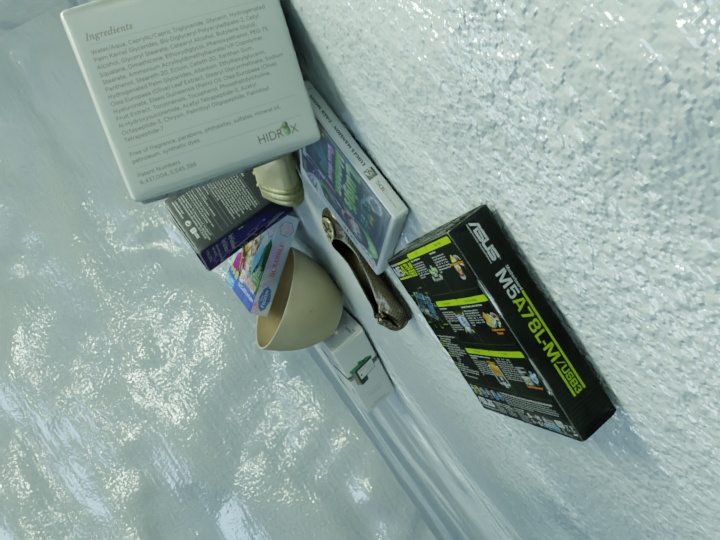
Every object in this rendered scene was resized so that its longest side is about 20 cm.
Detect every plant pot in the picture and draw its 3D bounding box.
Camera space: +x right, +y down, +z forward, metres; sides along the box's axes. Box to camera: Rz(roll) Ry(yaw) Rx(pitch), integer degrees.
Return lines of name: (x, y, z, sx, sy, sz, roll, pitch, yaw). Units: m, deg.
plant pot: (-0.112, 0.070, 1.153, 0.131, 0.206, 0.200, 17, -178, -23)

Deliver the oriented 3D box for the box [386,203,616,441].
box: (0.113, 0.049, 0.533, 0.196, 0.047, 0.200, 58, 168, -1)

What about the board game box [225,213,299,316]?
board game box: (-0.206, -0.038, 1.185, 0.040, 0.205, 0.199, 15, -171, -31)

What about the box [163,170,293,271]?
box: (-0.216, -0.110, 0.991, 0.105, 0.198, 0.148, 52, 168, 4)

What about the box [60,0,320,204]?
box: (-0.174, -0.183, 0.614, 0.198, 0.196, 0.176, 17, 126, 70)

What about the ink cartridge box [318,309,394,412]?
ink cartridge box: (-0.022, 0.185, 1.260, 0.146, 0.084, 0.203, 38, 160, 52)

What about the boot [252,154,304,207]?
boot: (-0.156, -0.194, 0.852, 0.199, 0.072, 0.157, 40, 158, 35)

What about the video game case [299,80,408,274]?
video game case: (-0.017, -0.098, 0.693, 0.183, 0.023, 0.201, 53, 167, 11)

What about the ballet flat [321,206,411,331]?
ballet flat: (0.000, 0.000, 0.817, 0.202, 0.046, 0.067, 56, 166, 1)
